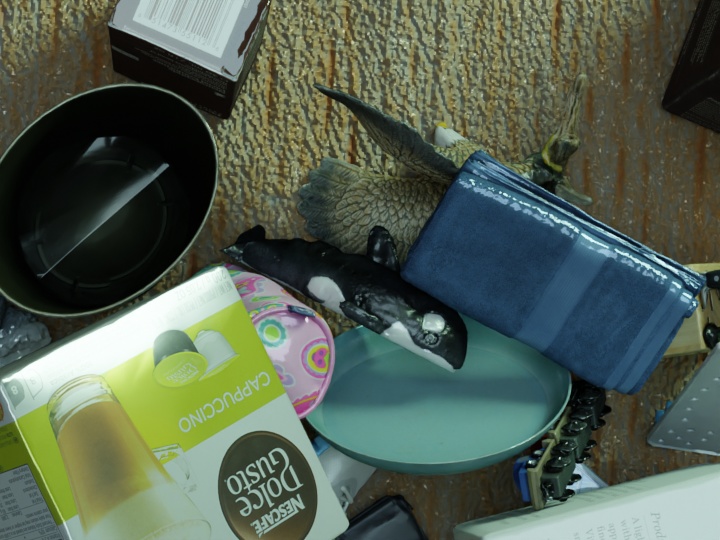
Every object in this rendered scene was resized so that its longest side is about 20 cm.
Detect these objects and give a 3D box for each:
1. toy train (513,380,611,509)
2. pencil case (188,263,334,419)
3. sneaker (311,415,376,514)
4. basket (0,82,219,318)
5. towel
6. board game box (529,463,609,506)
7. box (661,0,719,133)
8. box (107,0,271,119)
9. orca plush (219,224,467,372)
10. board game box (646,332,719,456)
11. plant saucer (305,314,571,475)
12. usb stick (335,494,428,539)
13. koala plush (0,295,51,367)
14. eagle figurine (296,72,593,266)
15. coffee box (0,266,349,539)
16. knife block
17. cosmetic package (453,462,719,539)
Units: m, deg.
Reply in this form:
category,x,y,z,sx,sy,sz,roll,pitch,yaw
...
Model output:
category,x,y,z,sx,sy,sz,roll,pitch,yaw
toy train,0.145,0.122,1.620,0.045,0.200,0.034,-4,106,17
pencil case,-0.080,0.047,1.593,0.087,0.200,0.088,-3,100,-15
sneaker,-0.039,0.192,1.634,0.200,0.075,0.087,-42,61,-6
basket,-0.185,-0.038,1.590,0.180,0.200,0.136,-42,89,-8
towel,0.135,0.005,1.590,0.199,0.049,0.112,27,118,-9
board game box,0.186,0.237,1.673,0.199,0.062,0.201,7,85,-5
box,0.343,-0.177,1.653,0.163,0.200,0.167,22,84,-4
box,-0.124,-0.171,1.607,0.100,0.200,0.075,23,86,-2
orca plush,0.000,0.000,1.643,0.199,0.105,0.071,26,88,32
board game box,0.330,0.096,1.635,0.199,0.200,0.026,9,65,-5
plant saucer,0.054,0.092,1.624,0.199,0.200,0.028,-8,121,-6
usb stick,-0.039,0.239,1.666,0.199,0.033,0.056,-33,96,-7
koala plush,-0.333,0.056,1.607,0.177,0.184,0.200,44,62,-7
eagle figurine,0.061,-0.068,1.658,0.199,0.151,0.153,-5,96,-17
coffee box,-0.167,0.142,1.466,0.199,0.200,0.199,-28,94,-40
knife block,0.232,0.030,1.637,0.199,0.176,0.064,-6,85,-6
cosmetic package,0.186,0.235,1.559,0.199,0.165,0.166,-13,87,-6
